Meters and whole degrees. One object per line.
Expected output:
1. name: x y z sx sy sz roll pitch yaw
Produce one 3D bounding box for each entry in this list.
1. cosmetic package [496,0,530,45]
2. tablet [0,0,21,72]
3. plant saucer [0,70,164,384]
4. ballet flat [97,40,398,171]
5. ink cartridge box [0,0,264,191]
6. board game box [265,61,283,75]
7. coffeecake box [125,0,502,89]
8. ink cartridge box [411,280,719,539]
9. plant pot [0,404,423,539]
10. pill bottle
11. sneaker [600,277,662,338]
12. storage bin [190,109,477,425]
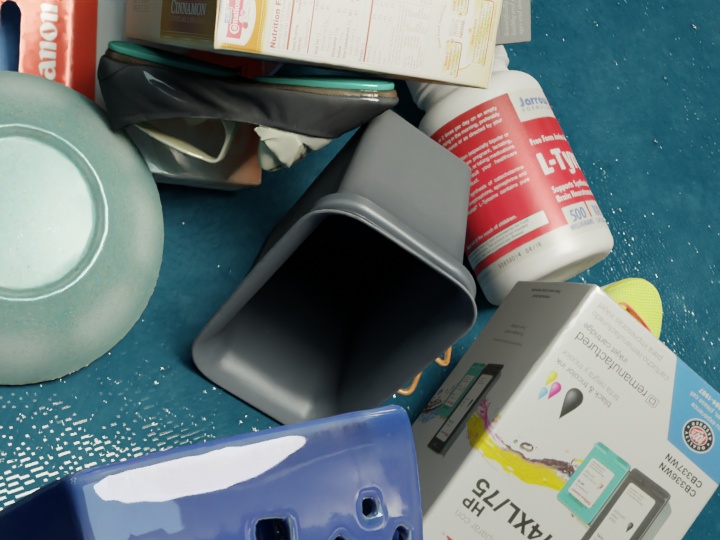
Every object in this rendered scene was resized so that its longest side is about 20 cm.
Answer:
1. cosmetic package: 0.083 -0.250 0.904 0.089 0.108 0.201 -6 27 1
2. tablet: -0.222 -0.191 0.826 0.129 0.014 0.202 30 56 -17
3. plant saucer: -0.214 -0.033 0.711 0.198 0.039 0.205 6 77 -25
4. ballet flat: -0.075 -0.101 0.739 0.197 0.073 0.074 9 59 6
5. ink cartridge box: -0.159 -0.146 0.785 0.198 0.050 0.165 4 85 -36
6. board game box: -0.103 -0.228 0.887 0.158 0.039 0.201 47 51 -11
7. coffeecake box: -0.032 -0.170 0.746 0.197 0.153 0.074 3 101 -32
8. ink cartridge box: 0.120 0.131 0.753 0.146 0.146 0.201 39 83 -9
9. plant pot: -0.080 0.193 0.619 0.198 0.199 0.183 -6 76 -34
10. pill bottle: 0.113 -0.084 0.918 0.111 0.112 0.202 -16 77 -36
11. sneaker: 0.202 0.066 0.915 0.078 0.090 0.200 46 51 -2
12. storage bin: 0.000 0.000 0.766 0.144 0.200 0.135 32 45 -14
